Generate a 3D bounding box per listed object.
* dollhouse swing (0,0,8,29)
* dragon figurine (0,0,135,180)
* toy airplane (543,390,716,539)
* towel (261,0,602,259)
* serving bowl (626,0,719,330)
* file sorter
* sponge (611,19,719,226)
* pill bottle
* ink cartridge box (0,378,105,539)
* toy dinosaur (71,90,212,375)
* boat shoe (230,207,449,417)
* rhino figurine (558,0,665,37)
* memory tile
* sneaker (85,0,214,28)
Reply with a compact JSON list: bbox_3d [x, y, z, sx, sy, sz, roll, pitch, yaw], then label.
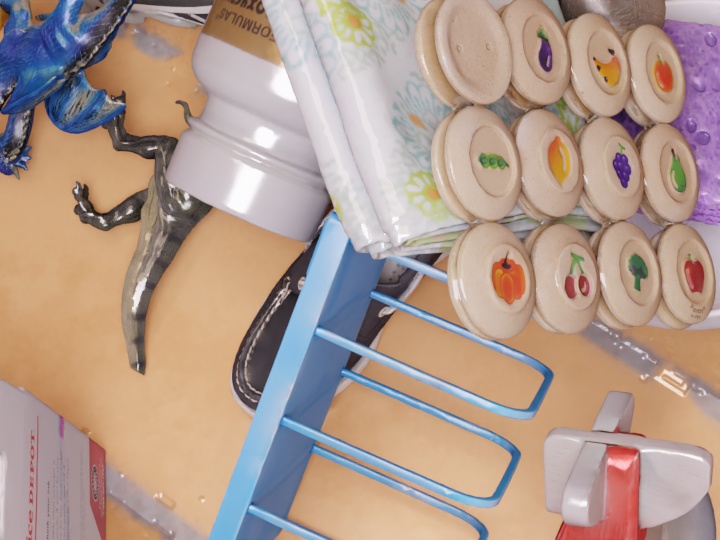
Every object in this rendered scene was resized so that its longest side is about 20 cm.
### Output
[{"bbox_3d":[-0.234,-0.279,0.974,0.181,0.176,0.200,24,77,13],"label":"dollhouse swing"},{"bbox_3d":[-0.170,-0.113,0.930,0.200,0.059,0.100,-12,70,42],"label":"dragon figurine"},{"bbox_3d":[0.128,0.161,0.779,0.141,0.199,0.200,26,76,10],"label":"toy airplane"},{"bbox_3d":[0.036,-0.101,0.767,0.048,0.171,0.200,-31,73,40],"label":"towel"},{"bbox_3d":[0.182,-0.051,0.901,0.200,0.066,0.201,-5,62,9],"label":"serving bowl"},{"bbox_3d":[0.019,0.080,0.815,0.122,0.139,0.200,23,101,9],"label":"file sorter"},{"bbox_3d":[0.125,-0.087,0.879,0.200,0.030,0.112,9,63,17],"label":"sponge"},{"bbox_3d":[-0.027,-0.124,0.894,0.114,0.114,0.200,26,95,14],"label":"pill bottle"},{"bbox_3d":[-0.185,0.128,0.824,0.067,0.200,0.117,-4,72,5],"label":"ink cartridge box"},{"bbox_3d":[-0.119,-0.049,0.957,0.088,0.047,0.200,26,80,7],"label":"toy dinosaur"},{"bbox_3d":[0.000,0.000,0.917,0.200,0.060,0.074,-43,72,-8],"label":"boat shoe"},{"bbox_3d":[0.115,-0.143,0.861,0.087,0.060,0.200,-5,68,14],"label":"rhino figurine"},{"bbox_3d":[0.101,-0.047,0.749,0.017,0.200,0.154,-12,83,42],"label":"memory tile"},{"bbox_3d":[-0.084,-0.183,0.963,0.199,0.089,0.074,3,70,12],"label":"sneaker"}]
